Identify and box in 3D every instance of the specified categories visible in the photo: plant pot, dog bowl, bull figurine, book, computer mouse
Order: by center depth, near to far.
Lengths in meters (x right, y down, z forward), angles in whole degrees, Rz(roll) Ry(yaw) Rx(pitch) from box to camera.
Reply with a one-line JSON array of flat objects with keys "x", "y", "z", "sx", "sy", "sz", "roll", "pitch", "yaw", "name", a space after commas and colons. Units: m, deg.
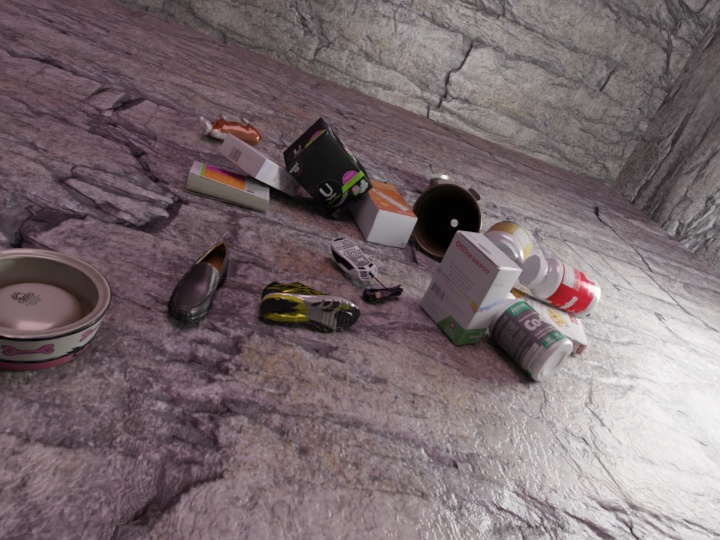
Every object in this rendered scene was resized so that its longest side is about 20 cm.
[{"x": -0.455, "y": 0.054, "z": 0.744, "sx": 0.197, "sy": 0.075, "sz": 0.201, "roll": 18, "pitch": 29, "yaw": -10, "name": "dog bowl"}, {"x": 0.000, "y": 0.000, "z": 1.229, "sx": 0.109, "sy": 0.044, "sz": 0.200, "roll": -15, "pitch": 52, "yaw": -44, "name": "computer mouse"}, {"x": -0.327, "y": -0.216, "z": 1.350, "sx": 0.197, "sy": 0.049, "sz": 0.134, "roll": 15, "pitch": 25, "yaw": -17, "name": "book"}, {"x": 0.258, "y": -0.138, "z": 1.538, "sx": 0.198, "sy": 0.202, "sz": 0.173, "roll": 31, "pitch": 12, "yaw": 16, "name": "plant pot"}, {"x": -0.400, "y": -0.429, "z": 1.640, "sx": 0.197, "sy": 0.066, "sz": 0.122, "roll": 12, "pitch": 33, "yaw": -23, "name": "bull figurine"}, {"x": 0.335, "y": -0.278, "z": 1.956, "sx": 0.197, "sy": 0.059, "sz": 0.201, "roll": 18, "pitch": 29, "yaw": -10, "name": "dog bowl"}]

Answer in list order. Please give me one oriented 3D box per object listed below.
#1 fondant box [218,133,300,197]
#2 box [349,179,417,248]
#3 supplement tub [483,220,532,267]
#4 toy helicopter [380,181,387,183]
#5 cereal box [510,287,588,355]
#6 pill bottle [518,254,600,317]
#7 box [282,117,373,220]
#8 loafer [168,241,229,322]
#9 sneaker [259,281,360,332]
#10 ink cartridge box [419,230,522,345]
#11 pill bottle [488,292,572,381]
[{"x": -0.257, "y": -0.273, "z": 1.416, "sx": 0.143, "sy": 0.059, "sz": 0.199, "roll": 36, "pitch": 9, "yaw": 22, "name": "fondant box"}, {"x": 0.056, "y": -0.163, "z": 1.494, "sx": 0.122, "sy": 0.099, "sz": 0.201, "roll": 9, "pitch": 31, "yaw": -25, "name": "box"}, {"x": 0.395, "y": -0.050, "z": 1.508, "sx": 0.143, "sy": 0.146, "sz": 0.199, "roll": 31, "pitch": 29, "yaw": 15, "name": "supplement tub"}, {"x": 0.003, "y": -0.271, "z": 1.675, "sx": 0.130, "sy": 0.080, "sz": 0.200, "roll": 5, "pitch": 19, "yaw": -18, "name": "toy helicopter"}, {"x": 0.471, "y": 0.126, "z": 1.370, "sx": 0.197, "sy": 0.040, "sz": 0.144, "roll": 25, "pitch": 26, "yaw": 3, "name": "cereal box"}, {"x": 0.520, "y": 0.037, "z": 1.416, "sx": 0.197, "sy": 0.113, "sz": 0.113, "roll": 24, "pitch": 26, "yaw": -17, "name": "pill bottle"}, {"x": -0.088, "y": -0.270, "z": 1.434, "sx": 0.200, "sy": 0.148, "sz": 0.125, "roll": 45, "pitch": 14, "yaw": -32, "name": "box"}, {"x": -0.282, "y": 0.015, "z": 0.947, "sx": 0.072, "sy": 0.073, "sz": 0.201, "roll": 20, "pitch": 28, "yaw": -9, "name": "loafer"}, {"x": -0.094, "y": 0.057, "z": 1.016, "sx": 0.196, "sy": 0.075, "sz": 0.085, "roll": 11, "pitch": 29, "yaw": -22, "name": "sneaker"}, {"x": 0.235, "y": 0.037, "z": 1.170, "sx": 0.086, "sy": 0.203, "sz": 0.146, "roll": 0, "pitch": 34, "yaw": -37, "name": "ink cartridge box"}, {"x": 0.355, "y": 0.135, "z": 1.186, "sx": 0.112, "sy": 0.115, "sz": 0.200, "roll": -2, "pitch": 37, "yaw": -40, "name": "pill bottle"}]
